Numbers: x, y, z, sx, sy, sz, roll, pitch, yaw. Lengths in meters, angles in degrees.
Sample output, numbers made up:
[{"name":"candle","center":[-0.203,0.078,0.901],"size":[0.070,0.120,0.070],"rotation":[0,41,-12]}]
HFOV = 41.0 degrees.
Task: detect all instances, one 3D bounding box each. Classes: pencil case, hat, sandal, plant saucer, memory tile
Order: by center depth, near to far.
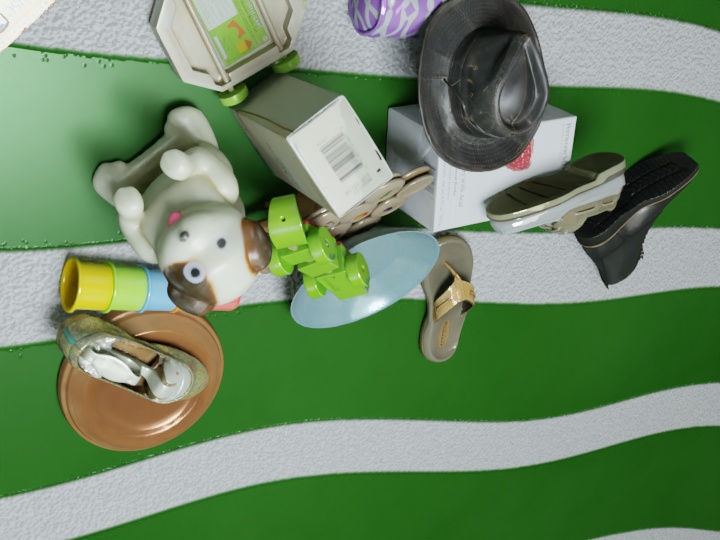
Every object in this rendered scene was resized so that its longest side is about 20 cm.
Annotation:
[{"name":"hat","center":[0.153,-0.205,1.043],"size":[0.200,0.081,0.201],"rotation":[-5,100,-30]},{"name":"pencil case","center":[0.080,-0.303,1.080],"size":[0.199,0.084,0.086],"rotation":[-5,81,-31]},{"name":"memory tile","center":[-0.018,-0.055,1.095],"size":[0.153,0.017,0.200],"rotation":[-17,165,-46]},{"name":"plant saucer","center":[-0.252,0.131,1.134],"size":[0.200,0.037,0.201],"rotation":[-15,123,-25]},{"name":"plant saucer","center":[0.000,0.000,1.184],"size":[0.200,0.039,0.201],"rotation":[-23,155,-11]},{"name":"sandal","center":[0.123,0.044,1.307],"size":[0.080,0.054,0.201],"rotation":[-12,121,-26]}]

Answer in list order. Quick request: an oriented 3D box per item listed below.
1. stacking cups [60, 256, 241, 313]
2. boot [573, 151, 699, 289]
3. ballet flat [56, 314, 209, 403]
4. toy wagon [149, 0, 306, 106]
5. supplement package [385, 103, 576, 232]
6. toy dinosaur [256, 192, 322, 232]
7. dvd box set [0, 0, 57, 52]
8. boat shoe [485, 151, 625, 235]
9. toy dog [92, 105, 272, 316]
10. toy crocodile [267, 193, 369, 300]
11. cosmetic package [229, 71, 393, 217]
[{"name":"stacking cups","center":[-0.231,0.024,1.080],"size":[0.200,0.060,0.061],"rotation":[7,111,-38]},{"name":"boot","center":[0.415,-0.073,1.422],"size":[0.200,0.078,0.138],"rotation":[-33,133,4]},{"name":"ballet flat","center":[-0.243,0.110,1.062],"size":[0.200,0.071,0.071],"rotation":[33,96,-39]},{"name":"toy wagon","center":[-0.115,-0.272,0.998],"size":[0.200,0.040,0.155],"rotation":[-34,128,-13]},{"name":"supplement package","center":[0.145,-0.138,1.179],"size":[0.199,0.120,0.122],"rotation":[-13,120,-26]},{"name":"toy dinosaur","center":[-0.053,-0.067,1.087],"size":[0.199,0.106,0.061],"rotation":[-19,95,22]},{"name":"dvd box set","center":[-0.354,-0.297,0.840],"size":[0.146,0.029,0.200],"rotation":[-45,129,-4]},{"name":"boat shoe","center":[0.238,-0.077,1.146],"size":[0.199,0.075,0.069],"rotation":[-22,120,-22]},{"name":"toy dog","center":[-0.170,-0.040,0.977],"size":[0.139,0.200,0.194],"rotation":[-30,126,-5]},{"name":"toy crocodile","center":[-0.044,-0.017,1.029],"size":[0.067,0.062,0.200],"rotation":[-16,153,21]},{"name":"cosmetic package","center":[-0.056,-0.135,0.996],"size":[0.073,0.200,0.104],"rotation":[-39,117,-9]}]
